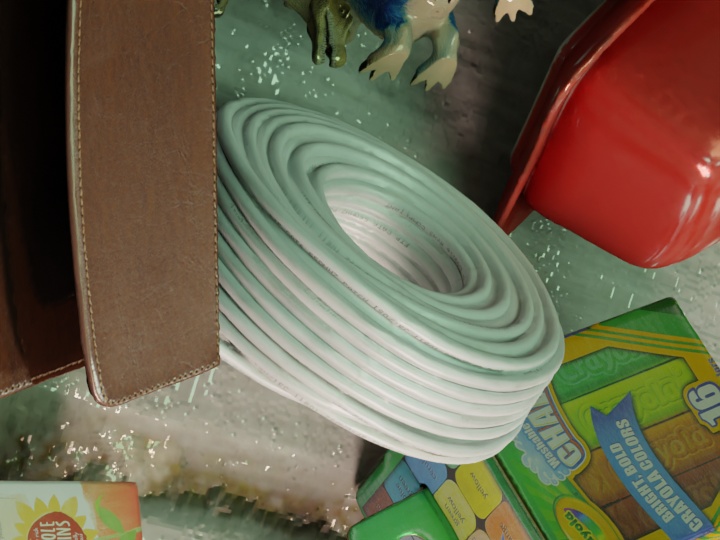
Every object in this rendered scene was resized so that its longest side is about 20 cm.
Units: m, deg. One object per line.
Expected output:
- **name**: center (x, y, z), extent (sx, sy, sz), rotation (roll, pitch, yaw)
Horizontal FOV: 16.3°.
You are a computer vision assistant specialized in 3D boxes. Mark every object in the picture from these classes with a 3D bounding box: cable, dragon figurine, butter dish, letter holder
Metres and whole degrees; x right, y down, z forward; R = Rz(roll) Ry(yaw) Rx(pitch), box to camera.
- **cable**: center (0.000, 0.000, 1.131), extent (0.199, 0.200, 0.069), rotation (33, 112, -8)
- **dragon figurine**: center (0.032, -0.150, 1.125), extent (0.059, 0.200, 0.100), rotation (4, 56, -36)
- **butter dish**: center (0.179, -0.075, 1.240), extent (0.200, 0.148, 0.200), rotation (-44, 169, -22)
- **letter holder**: center (-0.135, -0.050, 0.967), extent (0.142, 0.100, 0.202), rotation (-21, 115, -54)

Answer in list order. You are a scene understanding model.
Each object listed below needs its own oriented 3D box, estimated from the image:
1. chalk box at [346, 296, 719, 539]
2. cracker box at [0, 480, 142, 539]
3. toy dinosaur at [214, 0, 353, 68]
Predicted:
- **chalk box**: center (0.089, 0.116, 1.245), extent (0.199, 0.124, 0.125), rotation (-19, 69, -36)
- **cracker box**: center (-0.186, 0.159, 1.056), extent (0.199, 0.058, 0.135), rotation (4, 71, -33)
- **toy dinosaur**: center (-0.052, -0.186, 1.109), extent (0.100, 0.058, 0.202), rotation (-10, 97, -14)
